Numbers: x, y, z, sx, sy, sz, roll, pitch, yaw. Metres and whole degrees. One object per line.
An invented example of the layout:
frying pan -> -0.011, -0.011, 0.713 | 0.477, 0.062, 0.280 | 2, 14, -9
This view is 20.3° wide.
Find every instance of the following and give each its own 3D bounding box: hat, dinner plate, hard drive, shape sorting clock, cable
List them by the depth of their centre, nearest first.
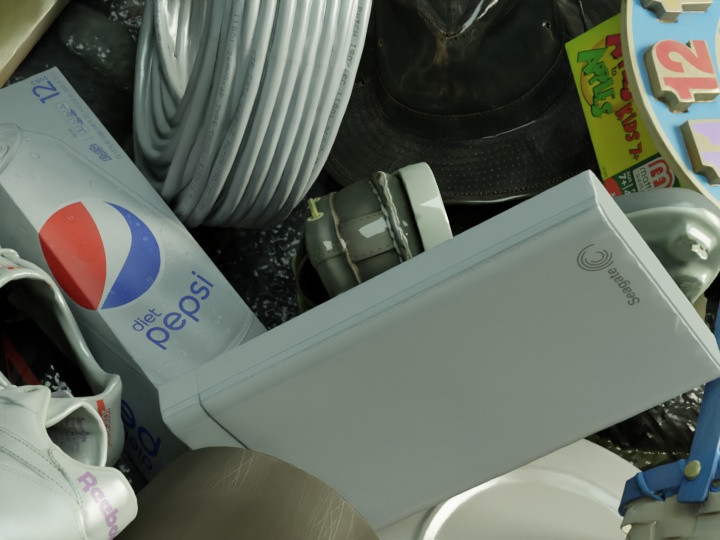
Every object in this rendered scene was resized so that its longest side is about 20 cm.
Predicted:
hard drive -> 0.036, 0.045, 0.833 | 0.199, 0.132, 0.027 | -27, 47, 17
dinner plate -> 0.083, 0.151, 0.907 | 0.199, 0.024, 0.201 | 8, 54, -11
shape sorting clock -> 0.209, -0.089, 0.922 | 0.199, 0.039, 0.201 | 8, 64, -17
cable -> -0.056, -0.119, 0.946 | 0.069, 0.201, 0.200 | 7, 9, -19
hat -> 0.056, -0.125, 1.023 | 0.200, 0.081, 0.201 | -6, 47, 6

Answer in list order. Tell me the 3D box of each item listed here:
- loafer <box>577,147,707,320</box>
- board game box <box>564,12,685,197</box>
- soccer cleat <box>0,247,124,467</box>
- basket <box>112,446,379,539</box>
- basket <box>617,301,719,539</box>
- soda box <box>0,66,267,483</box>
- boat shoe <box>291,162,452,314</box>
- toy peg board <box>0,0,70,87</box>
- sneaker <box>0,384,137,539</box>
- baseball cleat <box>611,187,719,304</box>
loafer -> 0.131, -0.040, 1.029 | 0.075, 0.068, 0.201 | -9, 59, -23
board game box -> 0.186, -0.054, 0.998 | 0.200, 0.048, 0.102 | 15, 56, -49
soccer cleat -> -0.173, 0.011, 0.887 | 0.069, 0.085, 0.200 | -32, 70, -33
basket -> -0.075, 0.177, 0.773 | 0.180, 0.136, 0.200 | 44, 47, -10
basket -> 0.202, 0.121, 0.874 | 0.176, 0.139, 0.201 | 33, 58, -27
soda box -> -0.115, 0.005, 0.921 | 0.063, 0.068, 0.200 | -27, 68, -31
boat shoe -> -0.001, -0.003, 0.895 | 0.060, 0.202, 0.072 | -17, 84, -7
toy peg board -> -0.214, -0.227, 1.005 | 0.199, 0.098, 0.200 | 32, 68, 6
sneaker -> -0.158, 0.082, 0.808 | 0.099, 0.075, 0.200 | -29, 31, -23
baseball cleat -> 0.088, -0.001, 0.908 | 0.070, 0.200, 0.107 | 38, 42, -20
